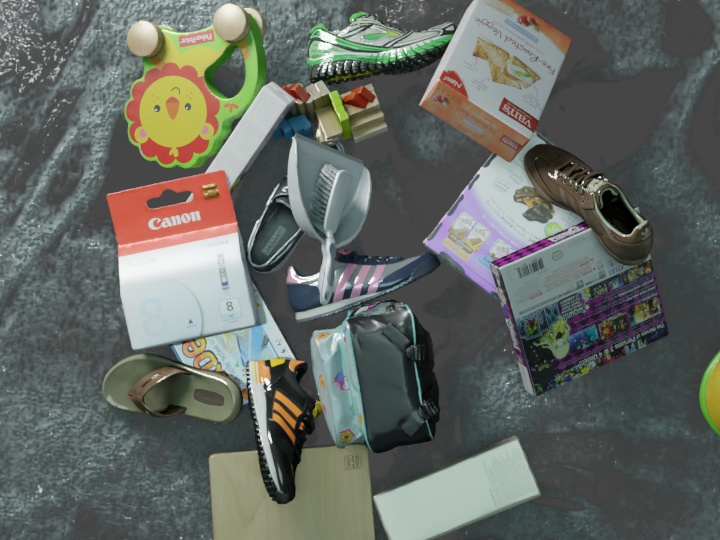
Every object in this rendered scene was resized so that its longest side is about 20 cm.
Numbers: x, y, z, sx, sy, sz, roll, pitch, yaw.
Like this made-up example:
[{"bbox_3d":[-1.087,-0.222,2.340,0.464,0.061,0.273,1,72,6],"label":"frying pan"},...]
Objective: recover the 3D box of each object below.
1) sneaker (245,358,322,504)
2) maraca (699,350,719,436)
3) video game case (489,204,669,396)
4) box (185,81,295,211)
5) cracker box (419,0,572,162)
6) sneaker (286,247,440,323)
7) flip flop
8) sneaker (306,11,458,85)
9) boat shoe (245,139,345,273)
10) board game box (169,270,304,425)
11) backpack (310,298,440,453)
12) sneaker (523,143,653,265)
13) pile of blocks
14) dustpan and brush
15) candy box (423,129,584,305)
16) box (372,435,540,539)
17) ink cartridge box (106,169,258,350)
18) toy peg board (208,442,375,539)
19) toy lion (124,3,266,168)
[{"bbox_3d":[-0.085,0.188,1.633,0.090,0.070,0.200,-9,51,-9],"label":"sneaker"},{"bbox_3d":[0.512,0.131,1.659,0.200,0.107,0.137,-41,94,0],"label":"maraca"},{"bbox_3d":[0.273,0.036,1.655,0.200,0.036,0.182,-24,110,-13],"label":"video game case"},{"bbox_3d":[-0.155,-0.147,1.700,0.041,0.039,0.200,37,112,2],"label":"box"},{"bbox_3d":[0.170,-0.246,1.653,0.134,0.058,0.200,31,53,-7],"label":"cracker box"},{"bbox_3d":[0.000,0.000,1.707,0.200,0.070,0.082,-20,89,0],"label":"sneaker"},{"bbox_3d":[-0.244,0.156,1.693,0.200,0.058,0.081,9,105,24],"label":"flip flop"},{"bbox_3d":[0.027,-0.295,1.713,0.199,0.078,0.085,-8,86,2],"label":"sneaker"},{"bbox_3d":[-0.084,-0.086,1.714,0.072,0.068,0.200,35,88,4],"label":"boat shoe"},{"bbox_3d":[-0.177,0.079,1.729,0.135,0.034,0.200,-30,87,1],"label":"board game box"},{"bbox_3d":[0.021,0.126,1.640,0.153,0.200,0.176,-13,94,8],"label":"backpack"},{"bbox_3d":[0.278,-0.096,1.600,0.070,0.076,0.200,-37,67,-19],"label":"sneaker"},{"bbox_3d":[-0.067,-0.204,1.704,0.199,0.062,0.082,1,64,7],"label":"pile of blocks"},{"bbox_3d":[-0.041,-0.057,1.672,0.057,0.139,0.201,7,83,44],"label":"dustpan and brush"},{"bbox_3d":[0.205,-0.062,1.699,0.168,0.072,0.200,38,90,4],"label":"candy box"},{"bbox_3d":[0.121,0.282,1.691,0.200,0.068,0.082,-21,86,2],"label":"box"},{"bbox_3d":[-0.226,-0.013,1.682,0.160,0.047,0.201,-12,96,3],"label":"ink cartridge box"},{"bbox_3d":[-0.088,0.322,1.694,0.199,0.098,0.201,-4,87,-9],"label":"toy peg board"},{"bbox_3d":[-0.212,-0.229,1.712,0.200,0.069,0.192,-7,91,21],"label":"toy lion"}]
